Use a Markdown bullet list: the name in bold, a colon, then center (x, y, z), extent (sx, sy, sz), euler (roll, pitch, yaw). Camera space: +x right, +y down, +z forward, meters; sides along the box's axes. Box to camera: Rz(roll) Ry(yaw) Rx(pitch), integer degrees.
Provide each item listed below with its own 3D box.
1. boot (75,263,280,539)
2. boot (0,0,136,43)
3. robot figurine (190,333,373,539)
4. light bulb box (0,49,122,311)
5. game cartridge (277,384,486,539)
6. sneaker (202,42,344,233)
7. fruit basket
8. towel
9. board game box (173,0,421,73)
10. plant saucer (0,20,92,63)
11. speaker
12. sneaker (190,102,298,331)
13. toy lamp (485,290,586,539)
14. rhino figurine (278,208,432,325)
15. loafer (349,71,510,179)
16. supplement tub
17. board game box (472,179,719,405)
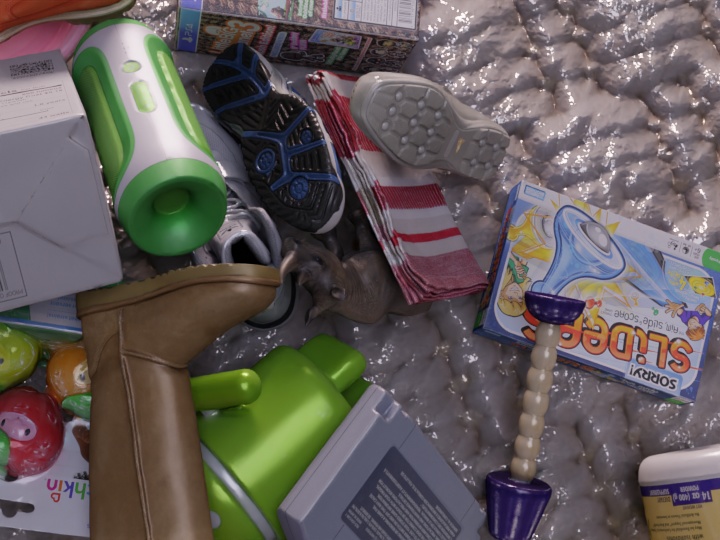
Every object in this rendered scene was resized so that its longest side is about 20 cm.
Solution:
- **boot**: center (-0.121, 0.105, 0.862), extent (0.173, 0.066, 0.203), euler (-12, 80, 30)
- **boot**: center (-0.266, -0.223, 0.935), extent (0.197, 0.107, 0.076), euler (-17, 85, -12)
- **robot figurine**: center (-0.072, 0.139, 0.950), extent (0.199, 0.115, 0.177), euler (-40, 120, -16)
- **light bulb box**: center (-0.287, -0.061, 0.889), extent (0.195, 0.200, 0.127), euler (-14, 115, -13)
- **game cartridge**: center (0.018, 0.192, 0.942), extent (0.133, 0.041, 0.201), euler (-48, 134, -13)
- **sneaker**: center (-0.054, -0.103, 0.979), extent (0.076, 0.077, 0.201), euler (-41, 50, 15)
- **fruit basket**: center (-0.242, 0.090, 0.925), extent (0.182, 0.094, 0.203), euler (10, 58, -9)
- **towel**: center (0.034, -0.070, 1.005), extent (0.023, 0.144, 0.202), euler (-29, 80, 25)
- **board game box**: center (-0.051, -0.264, 1.039), extent (0.197, 0.097, 0.162), euler (6, 78, -10)
- **plant saucer**: center (-0.312, -0.232, 1.007), extent (0.197, 0.051, 0.204), euler (2, 79, -12)
- **speaker**: center (-0.161, -0.104, 0.930), extent (0.087, 0.089, 0.201), euler (-15, 48, -13)
- **sneaker**: center (-0.107, -0.049, 0.975), extent (0.074, 0.115, 0.202), euler (-25, 86, -4)
- **toy lamp**: center (0.139, 0.120, 1.010), extent (0.057, 0.058, 0.203), euler (9, 92, -9)
- **rhino figurine**: center (0.000, 0.000, 0.976), extent (0.199, 0.059, 0.089), euler (-6, 72, -56)
- **loafer**: center (0.048, -0.119, 0.998), extent (0.069, 0.199, 0.071), euler (34, 99, 33)
- **supplement tub**: center (0.309, 0.241, 0.992), extent (0.143, 0.145, 0.203), euler (-7, 80, -12)
- **board game box**: center (0.208, 0.020, 1.070), extent (0.197, 0.034, 0.137), euler (18, 77, -7)
